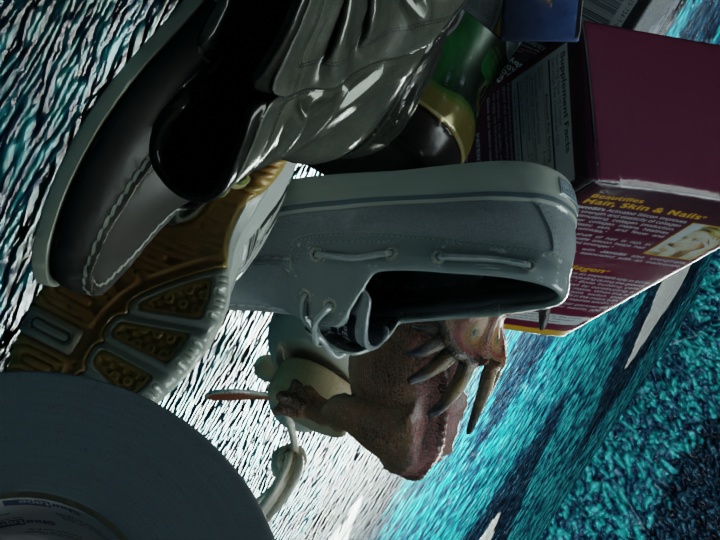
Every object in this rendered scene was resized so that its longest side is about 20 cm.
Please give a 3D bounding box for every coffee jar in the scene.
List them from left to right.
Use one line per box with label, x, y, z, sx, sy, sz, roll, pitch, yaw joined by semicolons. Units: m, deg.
coffee jar;0.036;-0.128;1.296;0.200;0.104;0.085;-58;166;-14

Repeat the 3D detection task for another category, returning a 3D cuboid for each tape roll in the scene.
tape roll;-0.123;0.141;1.002;0.201;0.200;0.066;-57;168;-17

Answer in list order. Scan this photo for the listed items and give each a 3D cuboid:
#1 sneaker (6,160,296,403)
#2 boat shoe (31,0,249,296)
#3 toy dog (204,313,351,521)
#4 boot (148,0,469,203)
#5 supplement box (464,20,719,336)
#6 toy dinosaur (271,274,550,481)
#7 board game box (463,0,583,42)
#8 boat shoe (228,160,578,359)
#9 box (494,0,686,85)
sneaker;-0.079;0.002;1.177;0.200;0.076;0.088;-57;168;-17
boat shoe;-0.062;-0.069;1.117;0.202;0.060;0.072;-58;167;-17
toy dog;-0.039;0.043;1.489;0.132;0.096;0.200;-56;-177;-38
boot;0.003;-0.114;0.957;0.200;0.068;0.131;-64;163;19
supplement box;0.106;-0.041;1.359;0.200;0.110;0.086;-34;-127;55
toy dinosaur;0.027;0.051;1.328;0.086;0.135;0.200;-31;141;-32
board game box;0.061;-0.203;1.078;0.136;0.034;0.201;-127;-140;-67
boat shoe;0.001;0.000;1.237;0.070;0.200;0.072;56;30;-57
box;0.117;-0.178;1.456;0.200;0.132;0.115;-57;170;-23
